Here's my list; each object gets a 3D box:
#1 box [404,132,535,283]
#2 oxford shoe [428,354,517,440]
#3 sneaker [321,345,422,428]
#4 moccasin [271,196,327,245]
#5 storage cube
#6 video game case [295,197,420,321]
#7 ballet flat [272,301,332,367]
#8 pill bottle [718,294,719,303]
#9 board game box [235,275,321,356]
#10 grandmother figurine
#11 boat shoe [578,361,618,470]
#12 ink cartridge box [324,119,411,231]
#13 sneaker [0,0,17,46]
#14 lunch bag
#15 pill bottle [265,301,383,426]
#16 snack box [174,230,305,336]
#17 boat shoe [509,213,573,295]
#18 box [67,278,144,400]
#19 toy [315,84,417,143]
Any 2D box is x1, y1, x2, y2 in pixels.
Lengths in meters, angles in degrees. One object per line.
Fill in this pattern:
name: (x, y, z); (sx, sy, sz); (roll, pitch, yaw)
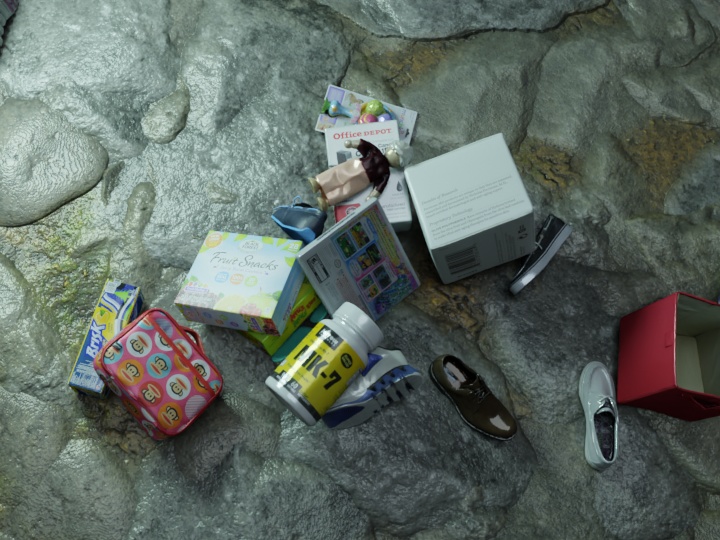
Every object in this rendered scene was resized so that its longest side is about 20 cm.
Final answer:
box: (0.208, -0.110, 1.454); (0.198, 0.199, 0.173); (-21, 67, 6)
oxford shoe: (0.208, 0.232, 1.416); (0.200, 0.085, 0.073); (41, 68, 8)
sneaker: (0.005, 0.198, 1.415); (0.198, 0.081, 0.116); (-26, 49, 0)
moccasin: (-0.106, -0.090, 1.455); (0.080, 0.200, 0.068); (44, 82, -28)
storage cube: (0.591, 0.165, 1.420); (0.169, 0.180, 0.202); (14, 69, -11)
video game case: (0.000, 0.000, 1.411); (0.182, 0.024, 0.201); (-37, 117, -16)
ballet flat: (-0.080, 0.118, 1.436); (0.073, 0.073, 0.200); (36, 64, 8)
pill bottle: (0.787, 0.016, 1.545); (0.119, 0.120, 0.201); (23, 68, 3)
board game box: (-0.138, 0.052, 1.442); (0.101, 0.048, 0.200); (28, 65, 35)
grandmother figurine: (0.005, -0.183, 1.414); (0.198, 0.061, 0.122); (-24, 109, -7)
boat shoe: (0.445, 0.263, 1.438); (0.071, 0.069, 0.202); (11, 68, -2)
ink cartridge box: (0.013, -0.174, 1.480); (0.143, 0.084, 0.202); (-7, 80, -1)
sneaker: (-0.776, -0.535, 1.604); (0.087, 0.081, 0.202); (8, 69, 5)
lunch bag: (-0.340, 0.172, 1.351); (0.200, 0.082, 0.176); (50, 53, -8)
pill bottle: (-0.059, 0.158, 1.342); (0.114, 0.114, 0.200); (40, 75, 9)
snack box: (-0.211, 0.020, 1.411); (0.198, 0.068, 0.170); (8, 57, 20)
boat shoe: (0.343, -0.037, 1.538); (0.068, 0.074, 0.199); (41, 70, 5)
box: (-0.452, 0.123, 1.389); (0.064, 0.070, 0.202); (16, 68, -2)
toy: (0.015, -0.321, 1.625); (0.198, 0.047, 0.116); (16, 70, 0)
